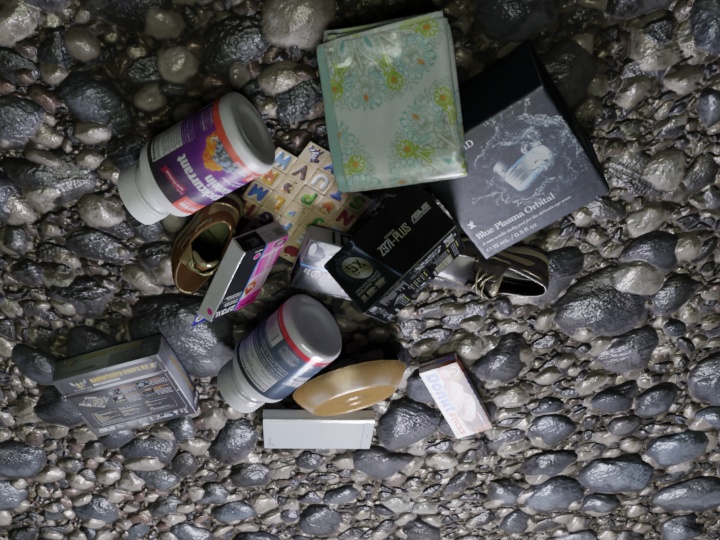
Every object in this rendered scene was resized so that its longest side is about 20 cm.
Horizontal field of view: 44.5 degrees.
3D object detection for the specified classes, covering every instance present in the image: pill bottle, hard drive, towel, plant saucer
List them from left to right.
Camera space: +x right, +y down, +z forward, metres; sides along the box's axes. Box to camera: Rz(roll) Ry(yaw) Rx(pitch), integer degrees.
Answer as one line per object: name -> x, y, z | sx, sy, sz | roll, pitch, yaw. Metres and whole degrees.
pill bottle -> -0.221, -0.141, 1.167 | 0.198, 0.112, 0.112 | -26, 128, 19
pill bottle -> -0.135, 0.140, 1.413 | 0.119, 0.121, 0.199 | 34, 123, -28
hard drive -> -0.077, 0.287, 1.588 | 0.196, 0.027, 0.133 | 2, 147, -4
plant saucer -> -0.014, 0.202, 1.468 | 0.197, 0.036, 0.201 | -14, 158, -6
towel -> 0.038, -0.205, 1.085 | 0.168, 0.048, 0.204 | -5, 98, 21

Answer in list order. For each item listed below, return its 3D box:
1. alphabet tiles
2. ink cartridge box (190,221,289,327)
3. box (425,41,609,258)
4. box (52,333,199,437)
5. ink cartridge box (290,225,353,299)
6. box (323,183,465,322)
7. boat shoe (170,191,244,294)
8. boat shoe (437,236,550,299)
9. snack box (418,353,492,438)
alphabet tiles -> -0.085, -0.095, 1.283 | 0.165, 0.006, 0.200 | 26, 125, -24
ink cartridge box -> -0.182, 0.016, 1.317 | 0.037, 0.094, 0.201 | 47, 131, 15
box -> 0.193, -0.154, 1.173 | 0.195, 0.118, 0.200 | -29, 125, 22
box -> -0.396, 0.199, 1.500 | 0.197, 0.049, 0.160 | -15, 130, 10
ink cartridge box -> 0.000, 0.000, 1.346 | 0.197, 0.040, 0.100 | 12, 130, -17
box -> 0.052, -0.019, 1.200 | 0.164, 0.086, 0.200 | -43, 168, 4
boat shoe -> -0.231, -0.032, 1.284 | 0.075, 0.075, 0.201 | 18, 132, -17
boat shoe -> 0.197, 0.000, 1.336 | 0.196, 0.074, 0.075 | 3, 132, -5
snack box -> 0.171, 0.225, 1.566 | 0.071, 0.025, 0.201 | -19, 130, 15
